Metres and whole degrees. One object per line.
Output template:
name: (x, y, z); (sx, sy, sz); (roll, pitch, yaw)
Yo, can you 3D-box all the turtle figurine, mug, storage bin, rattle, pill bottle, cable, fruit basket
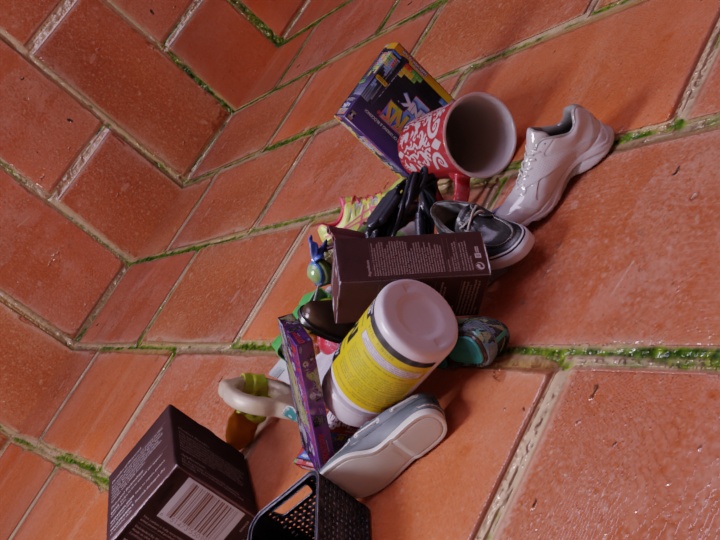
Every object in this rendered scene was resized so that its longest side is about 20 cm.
turtle figurine: (0.000, 0.000, 1.448); (0.193, 0.202, 0.143); (-36, 20, -28)
mug: (0.137, -0.195, 1.547); (0.178, 0.133, 0.199); (-54, 19, -13)
storage bin: (-0.064, 0.361, 1.129); (0.135, 0.094, 0.201); (-41, 25, 22)
rattle: (-0.143, 0.250, 1.494); (0.198, 0.130, 0.145); (20, 88, 35)
pill bottle: (0.031, 0.112, 1.205); (0.201, 0.113, 0.115); (-54, 15, 44)
cable: (0.072, -0.054, 1.358); (0.050, 0.164, 0.201); (10, 50, 31)
fruit basket: (-0.051, 0.112, 1.512); (0.199, 0.094, 0.186); (12, 65, 54)

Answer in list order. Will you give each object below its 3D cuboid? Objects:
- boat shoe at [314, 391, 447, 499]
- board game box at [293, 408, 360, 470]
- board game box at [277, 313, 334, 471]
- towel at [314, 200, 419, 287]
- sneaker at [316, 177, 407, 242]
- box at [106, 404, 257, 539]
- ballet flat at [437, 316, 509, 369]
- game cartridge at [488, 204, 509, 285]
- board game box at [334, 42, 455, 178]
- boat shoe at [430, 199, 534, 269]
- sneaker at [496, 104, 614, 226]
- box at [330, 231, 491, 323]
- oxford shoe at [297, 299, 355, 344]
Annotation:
boat shoe: (0.024, 0.223, 1.198); (0.199, 0.073, 0.062); (-36, 27, 18)
board game box: (-0.019, 0.238, 1.325); (0.199, 0.019, 0.104); (-9, 46, 58)
board game box: (-0.072, 0.171, 1.280); (0.032, 0.203, 0.120); (-15, 18, -17)
towel: (0.013, -0.048, 1.605); (0.200, 0.022, 0.146); (-44, -10, 17)
sneaker: (0.006, -0.107, 1.677); (0.199, 0.091, 0.078); (-41, 7, -1)
box: (-0.277, 0.351, 1.452); (0.165, 0.165, 0.200); (-49, 22, 5)
ballet flat: (0.125, 0.090, 1.235); (0.075, 0.074, 0.199); (-58, 25, -17)
game cartridge: (0.137, -0.002, 1.377); (0.199, 0.038, 0.130); (-35, 24, 35)
board game box: (0.077, -0.276, 1.688); (0.166, 0.199, 0.057); (-55, 24, -8)
boat shoe: (0.155, -0.054, 1.293); (0.072, 0.071, 0.199); (-51, 28, -13)
sneaker: (0.247, -0.148, 1.297); (0.200, 0.099, 0.078); (-48, 22, 8)
box: (0.062, 0.010, 1.232); (0.101, 0.197, 0.076); (98, 165, -55)
oxford shoe: (0.007, 0.054, 1.301); (0.085, 0.197, 0.073); (-64, 36, 34)
